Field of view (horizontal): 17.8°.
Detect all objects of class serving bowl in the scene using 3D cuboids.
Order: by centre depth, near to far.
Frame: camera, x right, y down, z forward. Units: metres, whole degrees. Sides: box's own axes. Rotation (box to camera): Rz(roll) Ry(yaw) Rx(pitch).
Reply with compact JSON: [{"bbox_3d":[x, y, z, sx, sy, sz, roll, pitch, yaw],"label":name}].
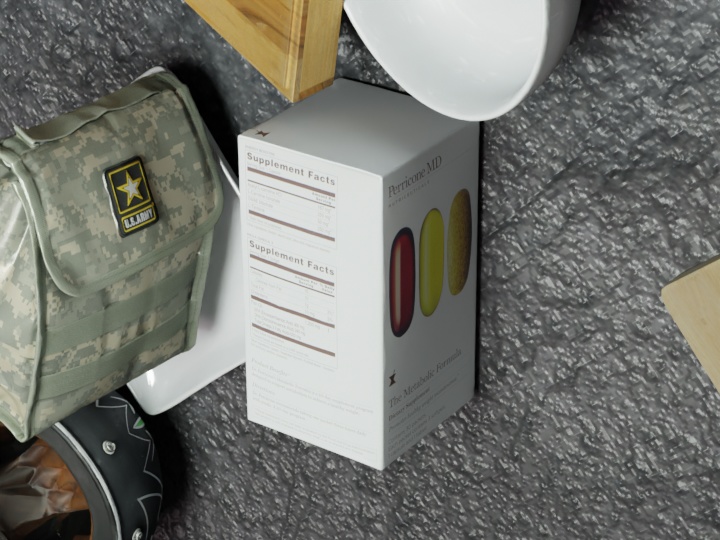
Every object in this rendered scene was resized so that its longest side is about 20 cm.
[{"bbox_3d":[0.058,-0.189,1.282,0.200,0.066,0.201,38,143,36],"label":"serving bowl"}]

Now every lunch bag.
[{"bbox_3d":[-0.179,-0.019,1.480,0.117,0.164,0.201,32,129,26],"label":"lunch bag"}]

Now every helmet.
[{"bbox_3d":[-0.236,0.161,1.645,0.200,0.190,0.200,52,168,16],"label":"helmet"}]

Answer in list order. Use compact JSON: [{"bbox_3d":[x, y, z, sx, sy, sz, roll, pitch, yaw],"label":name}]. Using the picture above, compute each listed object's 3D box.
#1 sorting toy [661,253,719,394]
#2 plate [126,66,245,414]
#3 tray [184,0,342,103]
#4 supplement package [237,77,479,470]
[{"bbox_3d":[0.300,0.046,1.259,0.198,0.069,0.201,-30,94,43],"label":"sorting toy"},{"bbox_3d":[-0.134,-0.020,1.577,0.199,0.032,0.201,-30,92,43],"label":"plate"},{"bbox_3d":[-0.087,-0.201,1.400,0.200,0.037,0.099,43,145,29],"label":"tray"},{"bbox_3d":[0.000,0.000,1.431,0.109,0.114,0.202,18,123,31],"label":"supplement package"}]
